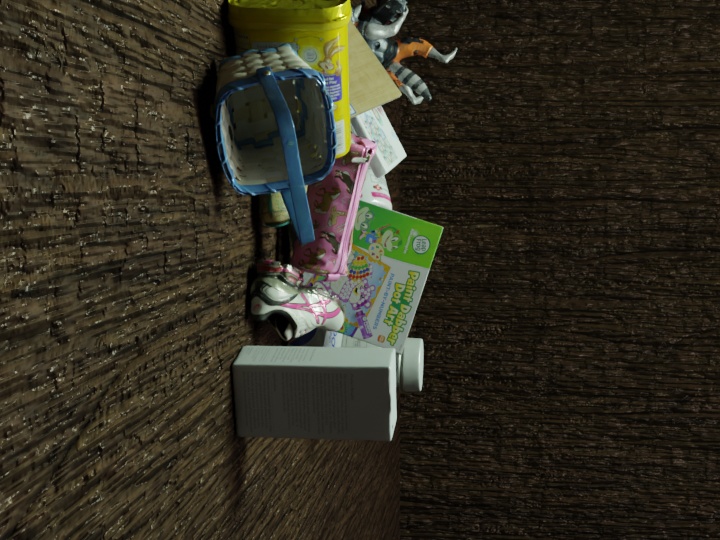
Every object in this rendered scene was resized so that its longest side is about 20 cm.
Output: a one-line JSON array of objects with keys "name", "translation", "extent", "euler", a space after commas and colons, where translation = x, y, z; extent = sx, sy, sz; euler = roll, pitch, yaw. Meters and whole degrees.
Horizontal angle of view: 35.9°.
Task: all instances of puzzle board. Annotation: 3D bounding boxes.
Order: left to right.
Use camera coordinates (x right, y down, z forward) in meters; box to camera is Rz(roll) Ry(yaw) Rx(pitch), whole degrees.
[{"name": "puzzle board", "translation": [-0.042, -0.282, 1.569], "extent": [0.200, 0.017, 0.151], "euler": [-32, 86, -47]}]

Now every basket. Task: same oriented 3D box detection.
[{"name": "basket", "translation": [-0.094, -0.148, 1.262], "extent": [0.200, 0.139, 0.177], "euler": [-120, -163, -48]}]

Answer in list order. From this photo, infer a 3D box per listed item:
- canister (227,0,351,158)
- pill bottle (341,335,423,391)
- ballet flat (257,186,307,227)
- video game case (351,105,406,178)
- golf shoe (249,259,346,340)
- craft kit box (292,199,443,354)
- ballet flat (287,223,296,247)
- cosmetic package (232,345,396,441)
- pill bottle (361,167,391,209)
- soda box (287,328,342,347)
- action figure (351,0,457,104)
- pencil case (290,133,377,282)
[{"name": "canister", "translation": [-0.084, -0.243, 1.385], "extent": [0.087, 0.148, 0.201], "euler": [-78, 169, -58]}, {"name": "pill bottle", "translation": [0.005, 0.157, 1.885], "extent": [0.114, 0.199, 0.115], "euler": [1, 90, -83]}, {"name": "ballet flat", "translation": [-0.102, -0.116, 1.568], "extent": [0.200, 0.070, 0.071], "euler": [-64, 153, -71]}, {"name": "video game case", "translation": [0.007, -0.239, 1.696], "extent": [0.183, 0.024, 0.200], "euler": [62, 15, -7]}, {"name": "golf shoe", "translation": [-0.091, 0.057, 1.538], "extent": [0.200, 0.072, 0.092], "euler": [33, 68, -52]}, {"name": "craft kit box", "translation": [0.000, 0.000, 1.646], "extent": [0.049, 0.197, 0.201], "euler": [86, 22, -89]}, {"name": "ballet flat", "translation": [-0.084, -0.093, 1.709], "extent": [0.070, 0.065, 0.201], "euler": [-21, 111, -70]}, {"name": "cosmetic package", "translation": [-0.056, 0.154, 1.408], "extent": [0.071, 0.199, 0.102], "euler": [-67, 157, -71]}, {"name": "pill bottle", "translation": [-0.021, -0.175, 1.874], "extent": [0.113, 0.113, 0.201], "euler": [71, 6, -69]}, {"name": "soda box", "translation": [-0.069, 0.103, 1.725], "extent": [0.068, 0.063, 0.201], "euler": [53, 43, -58]}, {"name": "action figure", "translation": [0.048, -0.353, 1.699], "extent": [0.200, 0.193, 0.105], "euler": [-46, -161, 56]}, {"name": "pencil case", "translation": [-0.037, -0.088, 1.508], "extent": [0.087, 0.082, 0.201], "euler": [-111, -145, -81]}]
